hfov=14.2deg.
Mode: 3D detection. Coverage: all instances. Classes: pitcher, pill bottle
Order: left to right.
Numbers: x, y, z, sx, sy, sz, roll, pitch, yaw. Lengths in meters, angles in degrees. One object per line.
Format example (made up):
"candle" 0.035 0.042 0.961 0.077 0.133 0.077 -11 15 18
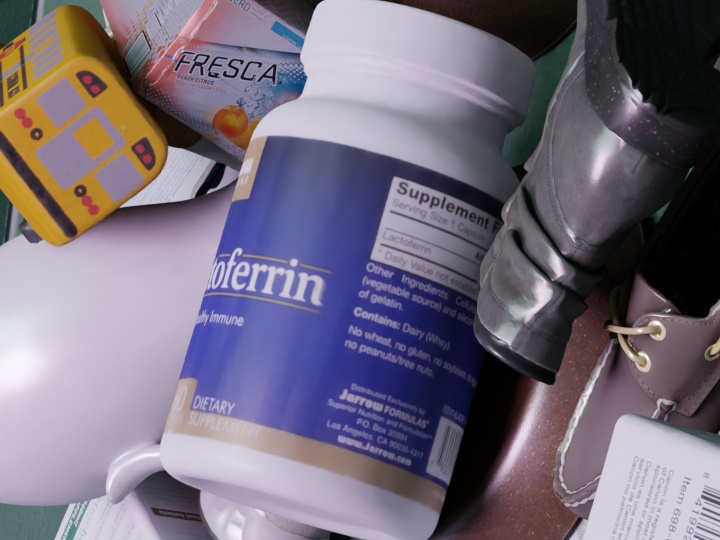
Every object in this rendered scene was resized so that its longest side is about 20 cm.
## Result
"pitcher" -0.090 0.044 1.271 0.200 0.121 0.172 -27 55 14
"pill bottle" 0.000 0.000 1.157 0.116 0.116 0.201 -1 71 60

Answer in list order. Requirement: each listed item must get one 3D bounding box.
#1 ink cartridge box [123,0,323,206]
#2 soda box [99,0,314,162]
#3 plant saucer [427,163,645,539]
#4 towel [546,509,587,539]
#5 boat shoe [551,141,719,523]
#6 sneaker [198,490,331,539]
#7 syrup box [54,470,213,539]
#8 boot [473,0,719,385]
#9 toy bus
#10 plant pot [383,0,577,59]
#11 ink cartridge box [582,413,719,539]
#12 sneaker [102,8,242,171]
"ink cartridge box" -0.072 -0.099 1.484 0.198 0.047 0.200 -52 40 34
"soda box" -0.071 -0.124 1.284 0.064 0.068 0.200 -50 27 14
"plant saucer" 0.047 0.042 1.204 0.200 0.034 0.201 -45 35 44
"towel" 0.088 0.149 1.119 0.200 0.024 0.147 -54 34 31
"boat shoe" 0.124 0.010 1.058 0.200 0.059 0.072 -55 34 19
"sneaker" -0.046 0.051 1.357 0.092 0.076 0.200 -55 42 19
"syrup box" -0.072 0.163 1.330 0.079 0.081 0.200 -66 30 19
"boot" 0.083 -0.048 1.100 0.131 0.068 0.200 -58 7 26
"toy bus" -0.136 -0.068 1.278 0.078 0.065 0.200 -38 15 2
"plant pot" -0.005 -0.200 1.251 0.187 0.200 0.187 -31 52 51
"ink cartridge box" 0.154 0.143 0.926 0.200 0.084 0.145 20 95 54
"sneaker" -0.101 -0.116 1.418 0.200 0.084 0.073 48 120 56
